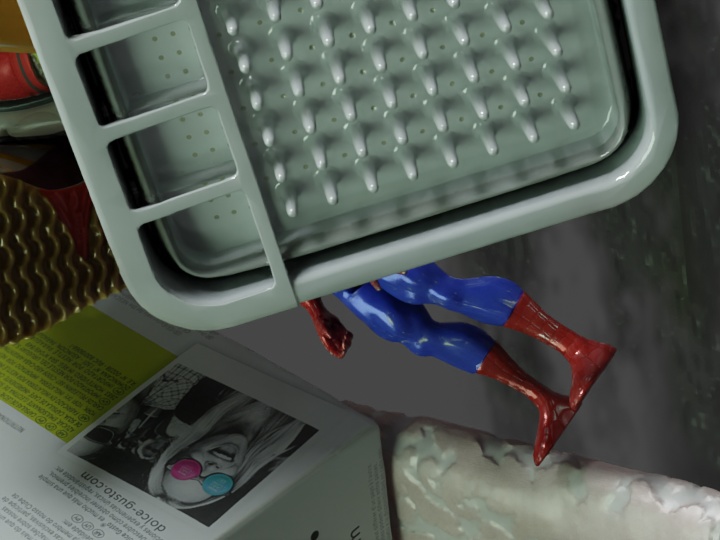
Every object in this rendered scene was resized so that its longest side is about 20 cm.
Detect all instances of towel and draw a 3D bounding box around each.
[{"bbox_3d":[0.083,0.152,0.956,0.199,0.032,0.192,11,128,36],"label":"towel"}]

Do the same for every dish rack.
[{"bbox_3d":[-0.003,-0.080,0.756,0.199,0.044,0.172,-16,121,2],"label":"dish rack"}]

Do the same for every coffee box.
[{"bbox_3d":[-0.120,0.150,0.985,0.199,0.197,0.201,28,138,37],"label":"coffee box"}]

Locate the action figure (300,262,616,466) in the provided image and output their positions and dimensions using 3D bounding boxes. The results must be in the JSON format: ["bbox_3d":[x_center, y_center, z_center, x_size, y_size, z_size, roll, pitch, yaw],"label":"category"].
[{"bbox_3d":[0.000,0.000,0.877,0.200,0.052,0.066,35,144,8],"label":"action figure"}]

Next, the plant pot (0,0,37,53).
[{"bbox_3d":[-0.171,-0.184,0.778,0.199,0.200,0.184,17,102,32],"label":"plant pot"}]

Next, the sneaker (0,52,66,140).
[{"bbox_3d":[-0.107,-0.103,0.901,0.199,0.077,0.085,-1,110,35],"label":"sneaker"}]

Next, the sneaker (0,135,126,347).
[{"bbox_3d":[-0.150,-0.013,0.903,0.090,0.200,0.075,3,101,38],"label":"sneaker"}]
